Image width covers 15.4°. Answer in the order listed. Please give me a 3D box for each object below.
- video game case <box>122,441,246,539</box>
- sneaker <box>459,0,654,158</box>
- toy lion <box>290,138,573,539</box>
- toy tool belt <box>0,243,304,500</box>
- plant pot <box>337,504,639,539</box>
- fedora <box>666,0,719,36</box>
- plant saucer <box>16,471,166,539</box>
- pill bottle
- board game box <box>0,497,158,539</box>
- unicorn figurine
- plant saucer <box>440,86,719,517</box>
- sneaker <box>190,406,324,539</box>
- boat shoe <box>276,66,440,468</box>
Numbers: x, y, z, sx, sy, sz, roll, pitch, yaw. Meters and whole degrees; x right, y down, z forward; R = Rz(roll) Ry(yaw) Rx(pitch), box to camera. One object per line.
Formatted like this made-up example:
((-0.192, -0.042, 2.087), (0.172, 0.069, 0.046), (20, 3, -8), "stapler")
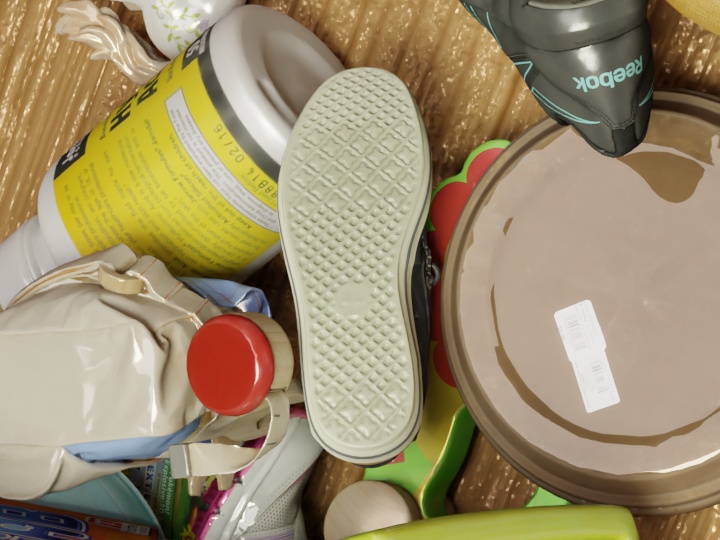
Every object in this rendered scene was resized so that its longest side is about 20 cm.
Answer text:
((-0.141, 0.168, 1.436), (0.181, 0.022, 0.201), (7, 90, 34), "video game case")
((0.089, -0.107, 1.223), (0.075, 0.200, 0.080), (-18, 108, 0), "sneaker")
((0.069, 0.039, 1.285), (0.191, 0.069, 0.201), (-11, 81, 25), "toy lion")
((-0.091, 0.048, 1.286), (0.199, 0.123, 0.126), (-9, 88, 34), "toy tool belt")
((0.012, 0.214, 1.129), (0.181, 0.199, 0.201), (-15, 80, 36), "plant pot")
((0.207, -0.179, 1.173), (0.199, 0.082, 0.202), (-5, 71, 14), "fedora")
((-0.195, 0.167, 1.380), (0.199, 0.027, 0.201), (-1, 106, -4), "plant saucer")
((-0.095, -0.036, 1.363), (0.200, 0.111, 0.112), (-38, 67, 26), "pill bottle")
((-0.212, 0.212, 1.247), (0.199, 0.200, 0.201), (11, 91, -2), "board game box")
((-0.072, -0.176, 1.389), (0.137, 0.074, 0.200), (43, 125, 18), "unicorn figurine")
((0.129, 0.012, 1.224), (0.199, 0.029, 0.201), (-2, 83, 19), "plant saucer")
((-0.050, 0.168, 1.343), (0.088, 0.081, 0.201), (20, 94, -6), "sneaker")
((0.000, 0.000, 1.253), (0.074, 0.062, 0.201), (-4, 68, 3), "boat shoe")
